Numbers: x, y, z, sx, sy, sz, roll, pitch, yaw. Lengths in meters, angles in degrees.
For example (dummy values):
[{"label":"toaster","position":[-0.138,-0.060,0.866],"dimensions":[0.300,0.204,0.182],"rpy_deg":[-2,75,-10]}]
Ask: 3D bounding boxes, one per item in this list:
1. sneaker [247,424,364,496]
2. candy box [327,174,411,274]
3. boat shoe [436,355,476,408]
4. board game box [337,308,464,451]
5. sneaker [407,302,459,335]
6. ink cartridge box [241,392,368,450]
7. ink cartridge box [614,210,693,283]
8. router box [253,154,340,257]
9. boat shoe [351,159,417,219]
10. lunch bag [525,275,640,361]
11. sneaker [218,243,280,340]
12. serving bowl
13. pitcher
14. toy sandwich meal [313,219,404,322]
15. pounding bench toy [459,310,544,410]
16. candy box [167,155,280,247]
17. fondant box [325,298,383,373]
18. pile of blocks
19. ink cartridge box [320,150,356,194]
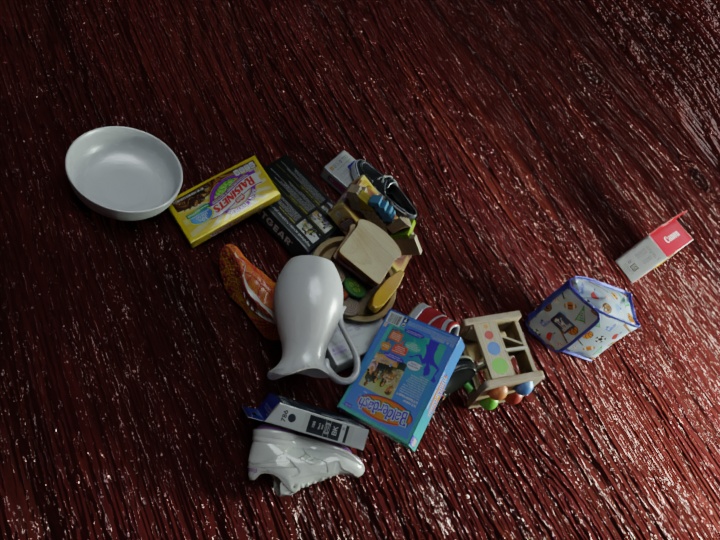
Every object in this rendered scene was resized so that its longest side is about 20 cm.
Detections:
[{"label":"sneaker","position":[-0.089,0.314,0.928],"dimensions":[0.196,0.075,0.102],"rpy_deg":[20,69,-18]},{"label":"candy box","position":[0.030,-0.088,1.240],"dimensions":[0.200,0.056,0.117],"rpy_deg":[48,45,-16]},{"label":"boat shoe","position":[0.126,0.223,1.048],"dimensions":[0.198,0.075,0.063],"rpy_deg":[-26,34,-6]},{"label":"board game box","position":[0.071,0.184,1.008],"dimensions":[0.150,0.045,0.202],"rpy_deg":[20,69,31]},{"label":"sneaker","position":[0.108,0.159,1.079],"dimensions":[0.111,0.072,0.201],"rpy_deg":[22,67,37]},{"label":"ink cartridge box","position":[-0.091,0.240,0.945],"dimensions":[0.196,0.099,0.040],"rpy_deg":[20,82,-17]},{"label":"ink cartridge box","position":[0.862,-0.071,1.669],"dimensions":[0.198,0.176,0.085],"rpy_deg":[-22,69,-38]},{"label":"router box","position":[-0.140,-0.132,1.212],"dimensions":[0.200,0.051,0.149],"rpy_deg":[46,48,4]},{"label":"boat shoe","position":[0.055,-0.183,1.306],"dimensions":[0.071,0.068,0.202],"rpy_deg":[-22,71,-39]},{"label":"lunch bag","position":[0.505,0.109,1.340],"dimensions":[0.196,0.171,0.126],"rpy_deg":[20,45,-17]},{"label":"sneaker","position":[-0.189,0.037,1.064],"dimensions":[0.202,0.073,0.077],"rpy_deg":[55,37,4]},{"label":"serving bowl","position":[-0.429,-0.167,1.059],"dimensions":[0.196,0.066,0.204],"rpy_deg":[14,52,-18]},{"label":"pitcher","position":[-0.071,0.089,0.997],"dimensions":[0.169,0.120,0.205],"rpy_deg":[14,69,-30]},{"label":"toy sandwich meal","position":[0.000,0.000,1.108],"dimensions":[0.201,0.070,0.209],"rpy_deg":[15,53,-21]},{"label":"pounding bench toy","position":[0.233,0.191,1.147],"dimensions":[0.195,0.125,0.159],"rpy_deg":[-7,61,-13]},{"label":"candy box","position":[-0.262,-0.135,1.118],"dimensions":[0.198,0.026,0.103],"rpy_deg":[-33,78,-19]},{"label":"fondant box","position":[-0.047,0.082,1.112],"dimensions":[0.142,0.058,0.202],"rpy_deg":[-16,69,-37]},{"label":"pile of blocks","position":[0.059,-0.116,1.180],"dimensions":[0.200,0.081,0.063],"rpy_deg":[43,49,-21]},{"label":"ink cartridge box","position":[0.007,-0.189,1.352],"dimensions":[0.199,0.037,0.095],"rpy_deg":[39,47,3]}]
